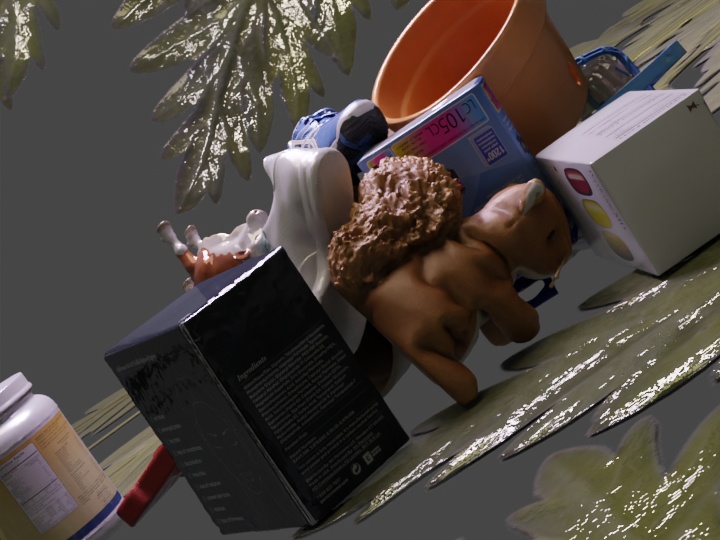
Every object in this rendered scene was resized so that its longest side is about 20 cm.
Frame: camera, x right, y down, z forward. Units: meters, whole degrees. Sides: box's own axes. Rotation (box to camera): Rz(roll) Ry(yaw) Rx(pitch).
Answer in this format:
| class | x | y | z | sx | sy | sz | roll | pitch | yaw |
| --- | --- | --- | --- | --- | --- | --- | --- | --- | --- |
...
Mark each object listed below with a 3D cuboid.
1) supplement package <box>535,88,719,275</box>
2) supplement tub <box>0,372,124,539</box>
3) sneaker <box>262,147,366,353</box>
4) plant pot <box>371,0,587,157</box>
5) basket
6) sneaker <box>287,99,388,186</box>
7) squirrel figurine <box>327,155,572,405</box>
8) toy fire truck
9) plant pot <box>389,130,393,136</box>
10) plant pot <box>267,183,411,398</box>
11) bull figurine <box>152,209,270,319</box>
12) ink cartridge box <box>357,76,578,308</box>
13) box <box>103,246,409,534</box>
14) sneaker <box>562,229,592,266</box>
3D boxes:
| class | x | y | z | sx | sy | sz | roll | pitch | yaw |
| --- | --- | --- | --- | --- | --- | --- | --- | --- | --- |
| supplement package | 0.240 | -0.079 | 1.504 | 0.109 | 0.114 | 0.200 | -34 | 7 | -3 |
| supplement tub | -0.364 | 0.228 | 1.949 | 0.144 | 0.201 | 0.144 | -34 | 7 | 5 |
| sneaker | -0.048 | -0.008 | 1.564 | 0.088 | 0.202 | 0.075 | 3 | 11 | 35 |
| plant pot | 0.127 | -0.182 | 1.737 | 0.200 | 0.140 | 0.201 | -37 | 29 | 25 |
| basket | 0.241 | -0.148 | 1.826 | 0.176 | 0.140 | 0.200 | -38 | 0 | -20 |
| sneaker | -0.032 | -0.120 | 1.700 | 0.075 | 0.078 | 0.200 | -24 | -10 | -24 |
| squirrel figurine | 0.079 | -0.017 | 1.507 | 0.187 | 0.200 | 0.142 | -47 | 1 | -2 |
| toy fire truck | -0.178 | 0.172 | 1.892 | 0.168 | 0.112 | 0.200 | -52 | -1 | 26 |
| plant pot | 0.084 | -0.086 | 2.049 | 0.199 | 0.200 | 0.175 | -28 | 27 | 43 |
| plant pot | 0.000 | 0.000 | 1.709 | 0.199 | 0.201 | 0.173 | -26 | 13 | 49 |
| bull figurine | -0.136 | 0.018 | 1.660 | 0.065 | 0.121 | 0.201 | -22 | -42 | -39 |
| ink cartridge box | 0.108 | -0.055 | 1.611 | 0.136 | 0.201 | 0.076 | -32 | 8 | 14 |
| box | -0.093 | 0.108 | 1.513 | 0.124 | 0.197 | 0.200 | -39 | 9 | -27 |
| sneaker | 0.210 | -0.065 | 1.668 | 0.199 | 0.082 | 0.075 | -31 | 8 | 29 |
